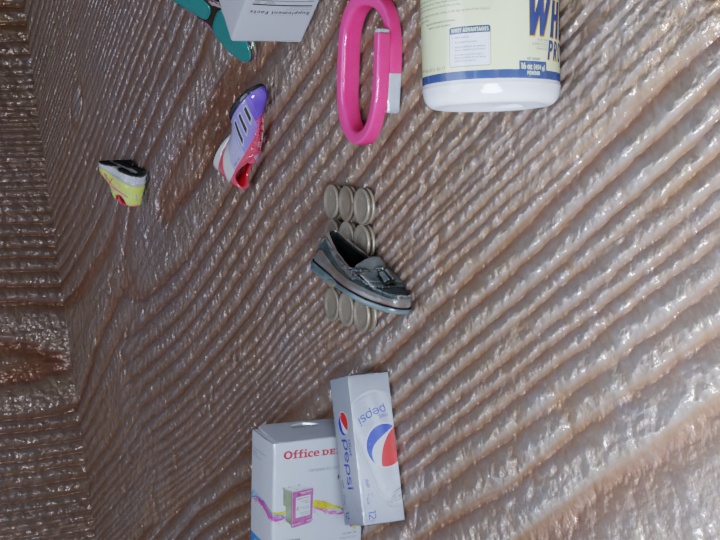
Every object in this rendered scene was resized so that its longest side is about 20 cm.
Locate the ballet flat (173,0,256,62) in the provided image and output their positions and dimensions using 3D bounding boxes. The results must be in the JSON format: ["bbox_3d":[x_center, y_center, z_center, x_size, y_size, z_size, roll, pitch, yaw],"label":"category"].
[{"bbox_3d":[-0.234,-0.432,2.096,0.200,0.071,0.069,40,137,8],"label":"ballet flat"}]

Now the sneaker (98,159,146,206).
[{"bbox_3d":[-0.530,-0.192,2.762,0.200,0.077,0.091,-146,55,-59],"label":"sneaker"}]

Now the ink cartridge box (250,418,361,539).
[{"bbox_3d":[-0.077,0.323,1.790,0.084,0.143,0.202,18,109,63],"label":"ink cartridge box"}]

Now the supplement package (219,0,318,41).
[{"bbox_3d":[-0.124,-0.447,1.832,0.200,0.119,0.122,-57,45,51],"label":"supplement package"}]

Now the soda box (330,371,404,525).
[{"bbox_3d":[0.008,0.241,1.695,0.068,0.063,0.202,157,108,-64],"label":"soda box"}]

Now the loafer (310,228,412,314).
[{"bbox_3d":[0.000,0.000,1.664,0.199,0.071,0.063,28,109,49],"label":"loafer"}]

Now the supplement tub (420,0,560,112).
[{"bbox_3d":[0.133,-0.269,1.286,0.145,0.144,0.202,5,97,64],"label":"supplement tub"}]

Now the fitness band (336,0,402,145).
[{"bbox_3d":[0.008,-0.269,1.672,0.143,0.037,0.202,-157,68,-62],"label":"fitness band"}]

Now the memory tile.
[{"bbox_3d":[-0.015,-0.020,1.771,0.153,0.017,0.202,-168,77,-64],"label":"memory tile"}]

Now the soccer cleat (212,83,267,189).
[{"bbox_3d":[-0.185,-0.221,2.066,0.073,0.068,0.201,48,136,19],"label":"soccer cleat"}]
